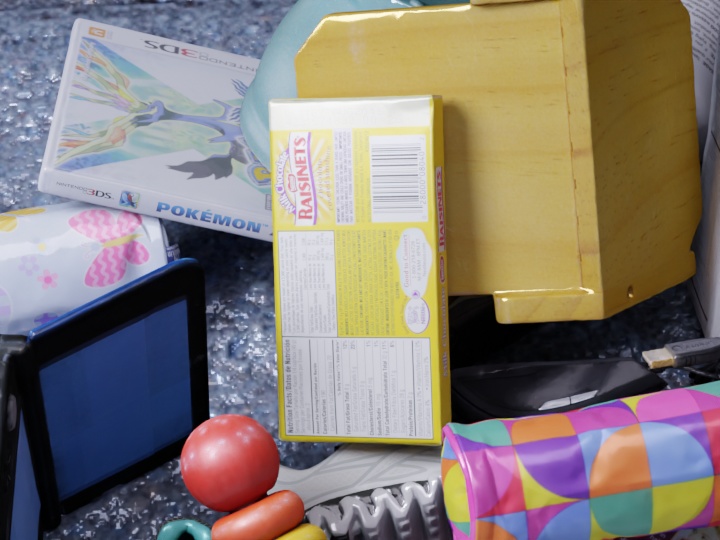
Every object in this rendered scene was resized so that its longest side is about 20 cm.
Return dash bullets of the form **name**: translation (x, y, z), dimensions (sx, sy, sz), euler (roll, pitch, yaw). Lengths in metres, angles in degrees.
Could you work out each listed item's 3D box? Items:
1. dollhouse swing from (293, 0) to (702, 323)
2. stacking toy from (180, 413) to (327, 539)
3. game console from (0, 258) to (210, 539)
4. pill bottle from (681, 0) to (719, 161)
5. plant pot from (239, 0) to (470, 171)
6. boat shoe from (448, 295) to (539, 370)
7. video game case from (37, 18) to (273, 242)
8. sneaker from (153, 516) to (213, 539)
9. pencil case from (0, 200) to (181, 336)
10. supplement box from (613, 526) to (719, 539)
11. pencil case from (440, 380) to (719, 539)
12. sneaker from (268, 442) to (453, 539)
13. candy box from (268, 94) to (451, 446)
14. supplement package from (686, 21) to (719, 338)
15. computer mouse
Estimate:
- **dollhouse swing**: translation (0.086, -0.080, 1.212), dimensions (0.176, 0.200, 0.182), euler (0, 11, 34)
- **stacking toy**: translation (-0.038, 0.171, 1.100), dimensions (0.085, 0.085, 0.200), euler (-23, 86, -18)
- **game console**: translation (-0.144, 0.114, 1.112), dimensions (0.118, 0.200, 0.171), euler (-1, 55, -2)
- **pill bottle**: translation (0.203, -0.139, 1.359), dimensions (0.113, 0.113, 0.200), euler (21, 56, 12)
- **plant pot**: translation (0.034, -0.134, 1.294), dimensions (0.200, 0.134, 0.200), euler (12, 33, -8)
- **boat shoe**: translation (0.034, 0.033, 1.261), dimensions (0.200, 0.076, 0.074), euler (-28, 55, -30)
- **video game case**: translation (-0.107, -0.092, 1.307), dimensions (0.182, 0.022, 0.200), euler (12, 34, -9)
- **sneaker**: translation (-0.114, 0.222, 1.103), dimensions (0.078, 0.091, 0.200), euler (7, 55, 3)
- **pencil case**: translation (-0.214, 0.007, 1.258), dimensions (0.200, 0.091, 0.083), euler (-10, 16, -10)
- **supplement box**: translation (0.131, 0.189, 1.140), dimensions (0.110, 0.086, 0.200), euler (34, 60, 21)
- **pencil case**: translation (0.142, 0.108, 1.097), dimensions (0.200, 0.088, 0.088), euler (-7, 55, -9)
- **sneaker**: translation (0.030, 0.126, 1.194), dimensions (0.200, 0.075, 0.081), euler (-13, 47, -12)
- **candy box**: translation (0.000, 0.000, 1.159), dimensions (0.102, 0.026, 0.200), euler (1, 95, 23)
- **supplement package**: translation (0.272, -0.060, 1.237), dimensions (0.109, 0.200, 0.114), euler (4, 22, 0)
- **computer mouse**: translation (0.147, 0.074, 1.200), dimensions (0.200, 0.140, 0.046), euler (-3, 80, -7)
